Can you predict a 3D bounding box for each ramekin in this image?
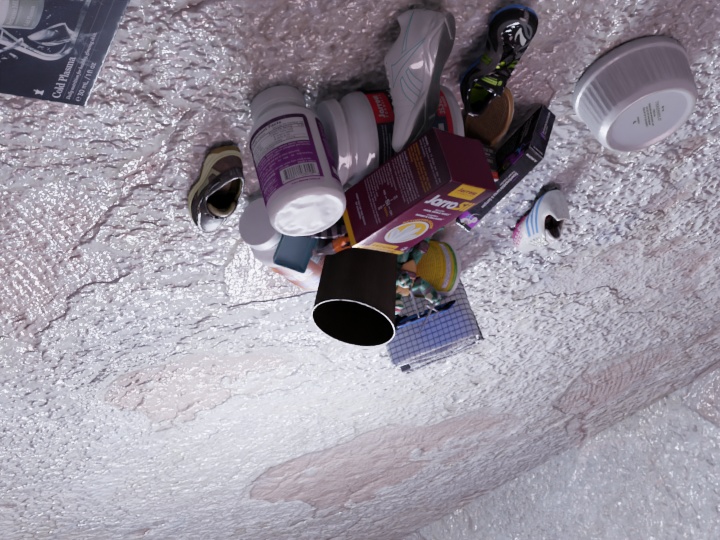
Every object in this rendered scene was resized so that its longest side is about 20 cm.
[{"bbox_3d":[0.457,-0.280,1.550,0.200,0.095,0.203,-13,151,-7],"label":"ramekin"}]

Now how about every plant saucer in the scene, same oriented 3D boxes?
[{"bbox_3d":[-0.081,-0.097,1.520,0.070,0.019,0.202,19,95,-42],"label":"plant saucer"}]

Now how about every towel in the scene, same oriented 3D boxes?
[{"bbox_3d":[0.142,0.111,1.981,0.198,0.167,0.086,-24,157,11],"label":"towel"}]

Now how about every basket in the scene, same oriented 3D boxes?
[{"bbox_3d":[0.000,0.000,1.582,0.134,0.202,0.181,-2,151,18],"label":"basket"}]

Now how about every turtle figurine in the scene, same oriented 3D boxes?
[{"bbox_3d":[0.086,0.009,1.668,0.100,0.202,0.149,13,-178,24],"label":"turtle figurine"}]

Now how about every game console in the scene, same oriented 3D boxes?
[{"bbox_3d":[0.080,0.056,1.836,0.119,0.170,0.200,-51,174,7],"label":"game console"}]

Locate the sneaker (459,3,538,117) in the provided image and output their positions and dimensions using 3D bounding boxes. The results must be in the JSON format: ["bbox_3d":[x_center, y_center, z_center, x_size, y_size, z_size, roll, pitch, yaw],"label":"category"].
[{"bbox_3d":[0.203,-0.301,1.372,0.070,0.083,0.200,13,142,-14],"label":"sneaker"}]

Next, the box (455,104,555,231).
[{"bbox_3d":[0.243,-0.171,1.581,0.036,0.144,0.200,35,132,-8],"label":"box"}]

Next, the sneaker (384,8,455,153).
[{"bbox_3d":[0.071,-0.262,1.307,0.070,0.080,0.202,-16,123,-65],"label":"sneaker"}]

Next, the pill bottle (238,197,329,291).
[{"bbox_3d":[-0.120,-0.047,1.609,0.111,0.113,0.200,-27,150,17],"label":"pill bottle"}]

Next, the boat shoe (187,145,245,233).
[{"bbox_3d":[-0.226,-0.112,1.482,0.072,0.065,0.201,-7,151,-22],"label":"boat shoe"}]

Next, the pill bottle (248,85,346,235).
[{"bbox_3d":[-0.096,-0.159,1.332,0.111,0.202,0.113,-13,151,-8],"label":"pill bottle"}]

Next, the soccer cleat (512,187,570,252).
[{"bbox_3d":[0.353,-0.077,1.852,0.069,0.087,0.201,-9,150,-16],"label":"soccer cleat"}]

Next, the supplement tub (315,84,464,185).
[{"bbox_3d":[0.042,-0.199,1.405,0.198,0.142,0.141,-9,150,-17],"label":"supplement tub"}]

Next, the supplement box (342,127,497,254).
[{"bbox_3d":[0.079,-0.108,1.338,0.110,0.086,0.199,7,150,-46],"label":"supplement box"}]

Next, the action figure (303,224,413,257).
[{"bbox_3d":[0.005,-0.098,1.508,0.191,0.202,0.105,1,150,-18],"label":"action figure"}]

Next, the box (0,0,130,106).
[{"bbox_3d":[-0.370,-0.299,1.017,0.195,0.125,0.200,5,144,-32],"label":"box"}]

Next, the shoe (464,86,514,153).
[{"bbox_3d":[0.205,-0.235,1.539,0.069,0.054,0.201,26,144,7],"label":"shoe"}]

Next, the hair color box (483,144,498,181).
[{"bbox_3d":[0.122,-0.151,1.562,0.101,0.062,0.199,7,160,-37],"label":"hair color box"}]

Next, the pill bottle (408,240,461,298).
[{"bbox_3d":[0.085,-0.007,1.795,0.198,0.112,0.111,5,144,-36],"label":"pill bottle"}]
